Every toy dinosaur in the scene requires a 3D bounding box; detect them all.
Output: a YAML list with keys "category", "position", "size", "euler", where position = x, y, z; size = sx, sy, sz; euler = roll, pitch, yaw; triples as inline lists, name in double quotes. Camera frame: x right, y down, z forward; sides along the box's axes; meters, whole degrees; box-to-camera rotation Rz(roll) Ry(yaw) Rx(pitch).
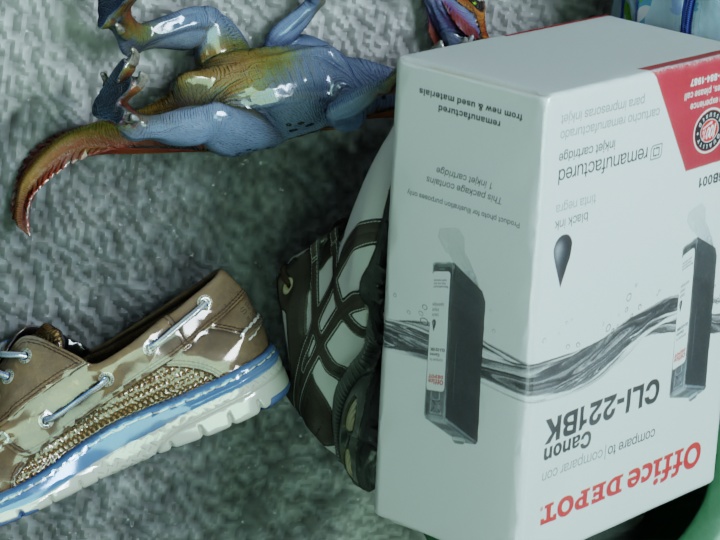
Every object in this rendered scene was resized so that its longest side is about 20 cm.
- category: "toy dinosaur"
  position: [-0.034, -0.091, 1.051]
  size: [0.181, 0.106, 0.200]
  euler: [12, 145, -37]

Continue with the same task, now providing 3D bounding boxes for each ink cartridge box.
- category: "ink cartridge box"
  position: [0.085, 0.006, 0.987]
  size: [0.144, 0.083, 0.202]
  euler: [-16, 117, -45]

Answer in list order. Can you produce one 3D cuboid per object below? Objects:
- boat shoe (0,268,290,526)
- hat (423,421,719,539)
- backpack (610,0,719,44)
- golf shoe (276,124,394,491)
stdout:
- category: "boat shoe"
  position: [-0.135, 0.059, 1.053]
  size: [0.199, 0.072, 0.073]
  euler: [-24, 99, -11]
- category: "hat"
  position: [0.111, 0.112, 1.171]
  size: [0.164, 0.176, 0.202]
  euler: [-8, 73, 5]
- category: "backpack"
  position: [0.211, -0.108, 1.073]
  size: [0.199, 0.153, 0.164]
  euler: [2, 107, -52]
- category: "golf shoe"
  position: [0.000, 0.000, 1.041]
  size: [0.077, 0.094, 0.201]
  euler: [-22, 134, -43]
